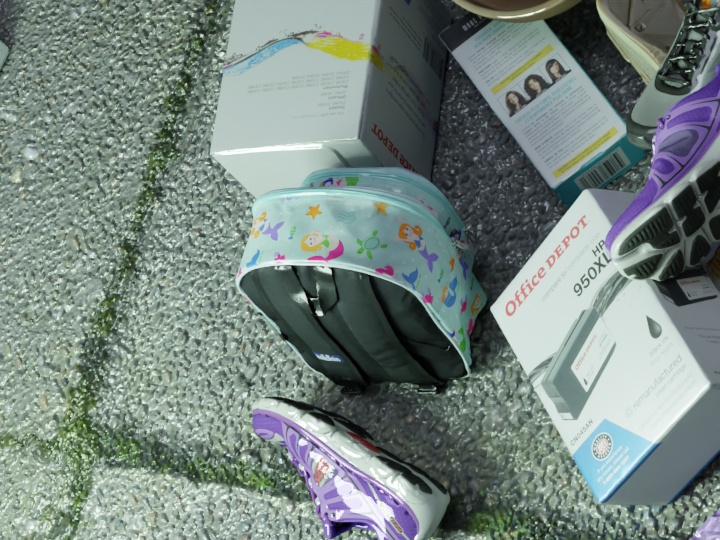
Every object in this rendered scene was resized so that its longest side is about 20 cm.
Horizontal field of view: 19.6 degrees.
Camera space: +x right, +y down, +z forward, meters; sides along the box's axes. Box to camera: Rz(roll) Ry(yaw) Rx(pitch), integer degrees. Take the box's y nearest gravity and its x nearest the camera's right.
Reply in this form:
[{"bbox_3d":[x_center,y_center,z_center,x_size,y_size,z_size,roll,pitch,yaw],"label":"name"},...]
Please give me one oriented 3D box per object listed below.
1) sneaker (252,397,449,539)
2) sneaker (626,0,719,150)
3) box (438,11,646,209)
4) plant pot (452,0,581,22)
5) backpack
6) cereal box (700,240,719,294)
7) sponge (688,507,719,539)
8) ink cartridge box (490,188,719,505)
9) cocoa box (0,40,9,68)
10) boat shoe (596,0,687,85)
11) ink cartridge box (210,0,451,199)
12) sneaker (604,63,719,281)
[{"bbox_3d":[-0.023,0.167,1.679,0.200,0.081,0.084,33,96,37],"label":"sneaker"},{"bbox_3d":[0.269,-0.176,1.622,0.200,0.079,0.074,-50,40,-14],"label":"sneaker"},{"bbox_3d":[0.153,-0.150,1.763,0.082,0.049,0.200,-37,56,6],"label":"box"},{"bbox_3d":[0.153,-0.302,1.753,0.201,0.093,0.201,-4,82,32],"label":"plant pot"},{"bbox_3d":[0.000,0.000,1.678,0.177,0.200,0.151,0,67,28],"label":"backpack"},{"bbox_3d":[0.313,-0.025,1.579,0.144,0.039,0.200,-1,76,50],"label":"cereal box"},{"bbox_3d":[0.321,0.248,1.501,0.112,0.030,0.200,-46,55,0],"label":"sponge"},{"bbox_3d":[0.204,0.058,1.586,0.145,0.084,0.200,-53,49,32],"label":"ink cartridge box"},{"bbox_3d":[-0.465,-0.173,2.035,0.131,0.133,0.200,14,74,32],"label":"cocoa box"},{"bbox_3d":[0.269,-0.163,1.704,0.072,0.065,0.200,-40,73,-7],"label":"boat shoe"},{"bbox_3d":[-0.022,-0.162,1.799,0.146,0.147,0.200,-3,65,25],"label":"ink cartridge box"},{"bbox_3d":[0.242,-0.074,1.545,0.083,0.081,0.200,25,64,38],"label":"sneaker"}]
